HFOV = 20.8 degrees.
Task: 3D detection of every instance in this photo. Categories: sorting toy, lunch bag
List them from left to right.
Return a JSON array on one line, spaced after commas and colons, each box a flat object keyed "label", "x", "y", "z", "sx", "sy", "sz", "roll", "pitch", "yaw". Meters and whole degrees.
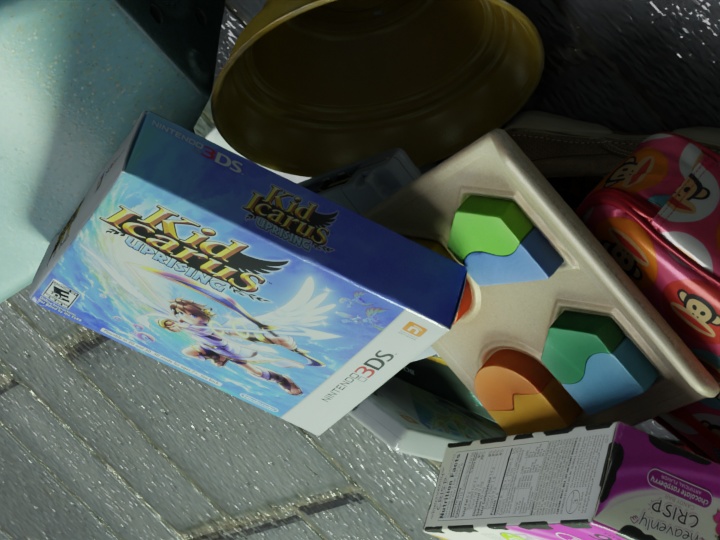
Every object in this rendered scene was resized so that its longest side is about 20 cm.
[{"label": "sorting toy", "x": 0.084, "y": 0.025, "z": 1.097, "sx": 0.185, "sy": 0.036, "sz": 0.200, "roll": 49, "pitch": 150, "yaw": -7}, {"label": "lunch bag", "x": 0.196, "y": 0.035, "z": 1.089, "sx": 0.200, "sy": 0.082, "sz": 0.176, "roll": 39, "pitch": 149, "yaw": 12}]

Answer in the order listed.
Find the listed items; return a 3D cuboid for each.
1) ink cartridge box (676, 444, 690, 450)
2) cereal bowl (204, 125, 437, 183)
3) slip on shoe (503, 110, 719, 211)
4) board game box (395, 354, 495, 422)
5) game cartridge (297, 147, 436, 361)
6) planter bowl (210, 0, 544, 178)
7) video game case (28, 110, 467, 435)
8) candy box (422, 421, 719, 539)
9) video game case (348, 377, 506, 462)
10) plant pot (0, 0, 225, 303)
[{"label": "ink cartridge box", "x": 0.190, "y": 0.199, "z": 1.461, "sx": 0.200, "sy": 0.083, "sz": 0.146, "roll": 3, "pitch": 135, "yaw": 45}, {"label": "cereal bowl", "x": -0.010, "y": -0.051, "z": 1.347, "sx": 0.200, "sy": 0.083, "sz": 0.200, "roll": 27, "pitch": 148, "yaw": 19}, {"label": "slip on shoe", "x": 0.167, "y": -0.049, "z": 1.176, "sx": 0.200, "sy": 0.061, "sz": 0.076, "roll": 14, "pitch": 142, "yaw": 27}, {"label": "board game box", "x": 0.066, "y": 0.039, "z": 1.275, "sx": 0.200, "sy": 0.028, "sz": 0.135, "roll": 24, "pitch": 145, "yaw": 23}, {"label": "game cartridge", "x": 0.000, "y": 0.000, "z": 1.236, "sx": 0.200, "sy": 0.040, "sz": 0.133, "roll": -16, "pitch": 115, "yaw": 51}, {"label": "planter bowl", "x": 0.005, "y": -0.142, "z": 1.175, "sx": 0.200, "sy": 0.084, "sz": 0.200, "roll": -8, "pitch": 151, "yaw": -4}, {"label": "video game case", "x": -0.069, "y": 0.009, "z": 1.109, "sx": 0.200, "sy": 0.046, "sz": 0.181, "roll": 26, "pitch": 147, "yaw": -14}, {"label": "candy box", "x": 0.142, "y": 0.142, "z": 1.116, "sx": 0.136, "sy": 0.061, "sz": 0.200, "roll": 23, "pitch": 164, "yaw": -19}, {"label": "video game case", "x": 0.038, "y": 0.091, "z": 1.386, "sx": 0.200, "sy": 0.022, "sz": 0.182, "roll": 18, "pitch": -168, "yaw": -46}, {"label": "plant pot", "x": -0.193, "y": -0.135, "z": 1.180, "sx": 0.200, "sy": 0.197, "sz": 0.196, "roll": -23, "pitch": 130, "yaw": 25}]
